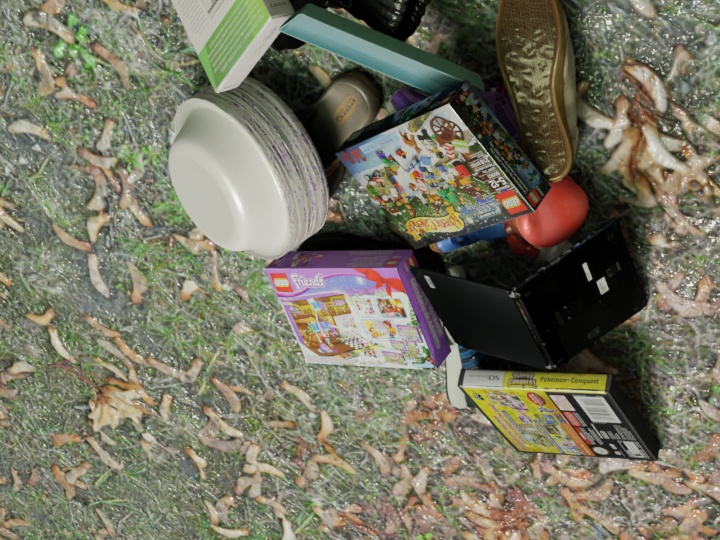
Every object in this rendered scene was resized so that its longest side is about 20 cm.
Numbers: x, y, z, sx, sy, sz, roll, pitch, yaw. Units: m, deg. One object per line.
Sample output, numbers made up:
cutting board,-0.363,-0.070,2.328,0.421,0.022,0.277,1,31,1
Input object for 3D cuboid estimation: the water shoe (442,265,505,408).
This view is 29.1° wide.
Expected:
water shoe,0.135,0.073,1.601,0.078,0.072,0.202,-2,131,4

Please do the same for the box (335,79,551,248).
box,0.079,-0.100,1.380,0.137,0.038,0.199,49,149,-16

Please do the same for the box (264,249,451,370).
box,-0.004,0.044,1.584,0.198,0.039,0.138,1,124,39

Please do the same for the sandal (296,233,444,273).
sandal,0.000,-0.001,1.617,0.198,0.048,0.076,2,126,29

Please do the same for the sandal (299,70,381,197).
sandal,-0.041,-0.135,1.529,0.081,0.055,0.200,38,134,-3

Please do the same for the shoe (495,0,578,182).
shoe,0.173,-0.188,1.343,0.069,0.053,0.203,-4,98,22

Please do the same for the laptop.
laptop,0.181,0.017,1.462,0.104,0.199,0.178,56,-179,37

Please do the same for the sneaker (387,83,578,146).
sneaker,0.126,-0.162,1.415,0.197,0.081,0.085,13,116,8

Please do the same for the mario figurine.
mario figurine,0.160,-0.069,1.472,0.198,0.108,0.123,-2,161,43

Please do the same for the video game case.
video game case,0.228,0.165,1.581,0.178,0.026,0.200,0,152,29

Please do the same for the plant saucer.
plant saucer,0.022,-0.207,1.325,0.198,0.019,0.070,19,170,-20

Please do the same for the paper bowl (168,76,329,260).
paper bowl,-0.135,-0.104,1.530,0.200,0.104,0.202,38,148,29

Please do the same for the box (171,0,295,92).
box,-0.148,-0.303,1.398,0.144,0.036,0.202,-39,72,53

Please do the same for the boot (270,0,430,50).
boot,-0.014,-0.266,1.369,0.157,0.080,0.212,33,145,8
